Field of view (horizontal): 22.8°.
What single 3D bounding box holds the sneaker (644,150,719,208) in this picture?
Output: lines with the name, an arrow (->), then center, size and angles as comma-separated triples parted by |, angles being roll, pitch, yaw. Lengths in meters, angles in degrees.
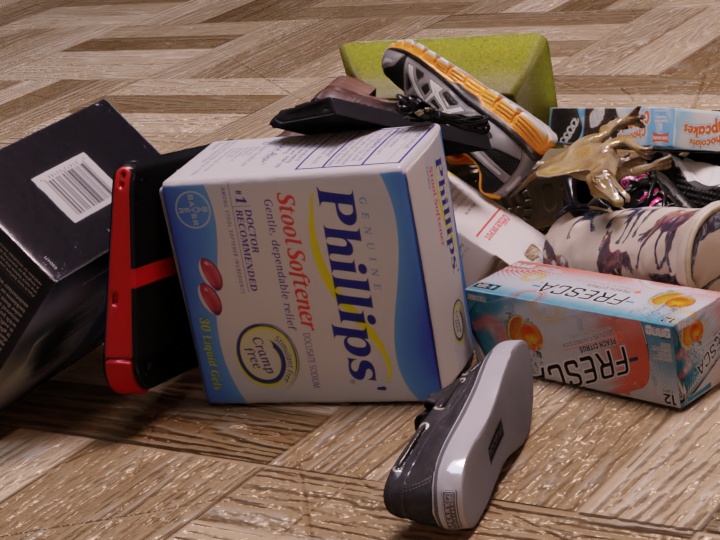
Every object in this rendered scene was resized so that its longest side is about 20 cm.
sneaker -> 0.308, -0.055, 1.529 | 0.079, 0.075, 0.200 | -3, 18, -28

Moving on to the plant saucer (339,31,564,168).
plant saucer -> 0.090, -0.137, 1.713 | 0.197, 0.201, 0.048 | -2, 53, 13

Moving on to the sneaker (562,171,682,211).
sneaker -> 0.232, -0.041, 1.480 | 0.076, 0.085, 0.199 | -23, 23, -34

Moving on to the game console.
game console -> -0.143, -0.006, 1.394 | 0.031, 0.179, 0.200 | 4, 11, 20

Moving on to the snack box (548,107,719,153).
snack box -> 0.271, -0.127, 1.616 | 0.115, 0.038, 0.199 | 1, 4, -26

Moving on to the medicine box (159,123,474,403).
medicine box -> -0.028, -0.003, 1.352 | 0.198, 0.184, 0.103 | -2, 20, 23

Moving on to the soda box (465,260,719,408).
soda box -> 0.172, 0.044, 1.299 | 0.068, 0.064, 0.199 | -25, 23, -38

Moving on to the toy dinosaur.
toy dinosaur -> 0.184, -0.090, 1.436 | 0.100, 0.059, 0.200 | -18, 10, -13

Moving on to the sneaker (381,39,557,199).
sneaker -> 0.078, -0.134, 1.538 | 0.078, 0.078, 0.200 | 22, 14, -48

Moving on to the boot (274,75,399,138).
boot -> -0.011, -0.086, 1.581 | 0.185, 0.065, 0.200 | 18, 45, 31

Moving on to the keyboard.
keyboard -> 0.035, -0.113, 1.387 | 0.126, 0.021, 0.199 | -5, -7, 39

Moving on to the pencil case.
pencil case -> 0.221, -0.014, 1.359 | 0.090, 0.078, 0.199 | -60, 25, -15

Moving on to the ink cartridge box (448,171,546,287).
ink cartridge box -> 0.061, -0.033, 1.475 | 0.199, 0.068, 0.117 | 34, 23, 6

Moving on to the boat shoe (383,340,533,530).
boat shoe -> 0.065, 0.106, 1.181 | 0.065, 0.071, 0.200 | -1, 28, 21

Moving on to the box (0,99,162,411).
box -> -0.260, -0.002, 1.425 | 0.199, 0.123, 0.200 | -51, -9, 36

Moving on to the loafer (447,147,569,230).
loafer -> 0.143, -0.070, 1.636 | 0.197, 0.077, 0.067 | -8, 14, -9

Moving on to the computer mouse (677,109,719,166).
computer mouse -> 0.360, -0.114, 1.684 | 0.140, 0.046, 0.199 | -36, 20, -36
